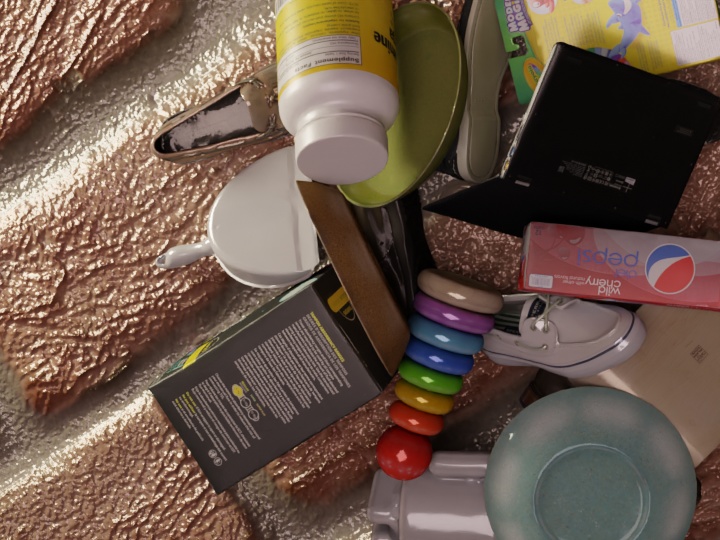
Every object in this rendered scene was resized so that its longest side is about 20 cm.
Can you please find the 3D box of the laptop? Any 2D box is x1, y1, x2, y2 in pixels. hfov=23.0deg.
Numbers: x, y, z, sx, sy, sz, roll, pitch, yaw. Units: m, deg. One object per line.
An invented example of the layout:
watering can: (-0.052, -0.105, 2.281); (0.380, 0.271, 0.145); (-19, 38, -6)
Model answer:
laptop: (0.191, -0.104, 1.607); (0.186, 0.116, 0.201); (14, 106, -28)

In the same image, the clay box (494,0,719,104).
clay box: (0.233, -0.232, 1.650); (0.199, 0.048, 0.116); (-12, 99, 15)

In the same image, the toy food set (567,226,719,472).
toy food set: (0.315, 0.078, 1.674); (0.143, 0.060, 0.200); (43, 90, -2)

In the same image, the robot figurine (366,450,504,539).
robot figurine: (0.109, 0.239, 1.736); (0.199, 0.113, 0.170); (3, 135, 11)

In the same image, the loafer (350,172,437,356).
loafer: (0.030, -0.008, 1.733); (0.071, 0.073, 0.201); (-8, 94, 24)

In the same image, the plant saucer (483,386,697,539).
plant saucer: (0.214, 0.210, 1.641); (0.200, 0.039, 0.202); (1, 100, 4)

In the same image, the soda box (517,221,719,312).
soda box: (0.246, -0.002, 1.607); (0.199, 0.070, 0.064); (6, 87, 1)

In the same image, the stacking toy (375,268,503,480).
stacking toy: (0.068, 0.104, 1.669); (0.085, 0.085, 0.201); (18, 97, 8)

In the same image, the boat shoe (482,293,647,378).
boat shoe: (0.174, 0.055, 1.658); (0.199, 0.074, 0.067); (-8, 134, 48)

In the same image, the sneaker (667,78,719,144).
sneaker: (0.244, -0.137, 1.659); (0.199, 0.090, 0.067); (-3, 80, -12)

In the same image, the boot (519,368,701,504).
boot: (0.260, 0.142, 1.705); (0.199, 0.075, 0.097); (32, 109, 6)

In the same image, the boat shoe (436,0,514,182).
boat shoe: (0.099, -0.185, 1.679); (0.066, 0.074, 0.201); (7, 96, 40)

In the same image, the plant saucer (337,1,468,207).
plant saucer: (0.041, -0.152, 1.658); (0.031, 0.200, 0.201); (16, 109, -34)

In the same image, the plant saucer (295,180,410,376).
plant saucer: (0.000, 0.000, 1.620); (0.035, 0.200, 0.201); (-26, 95, 1)

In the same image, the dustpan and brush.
dustpan and brush: (-0.126, -0.036, 1.756); (0.199, 0.057, 0.140); (-13, 68, 19)

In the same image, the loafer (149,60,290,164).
loafer: (-0.115, -0.152, 1.732); (0.199, 0.063, 0.072); (-23, 95, 15)

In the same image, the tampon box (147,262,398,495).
tampon box: (-0.077, 0.098, 1.729); (0.199, 0.150, 0.127); (-32, 94, 16)

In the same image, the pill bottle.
pill bottle: (-0.021, -0.186, 1.633); (0.112, 0.113, 0.201); (-11, 62, 14)
